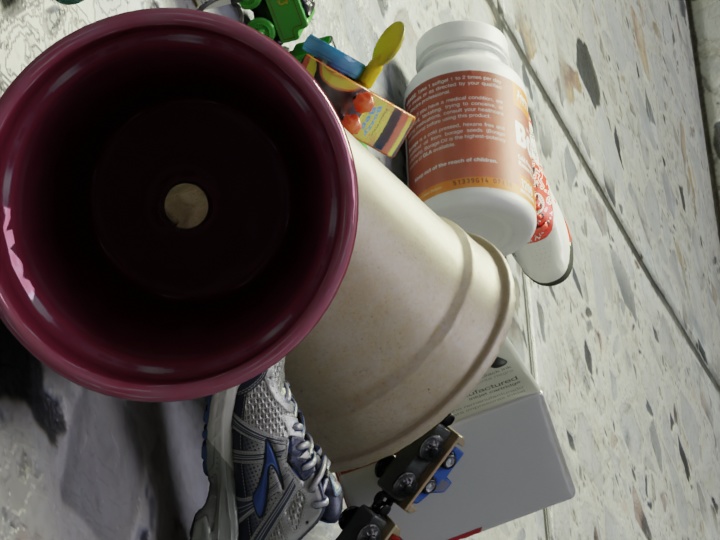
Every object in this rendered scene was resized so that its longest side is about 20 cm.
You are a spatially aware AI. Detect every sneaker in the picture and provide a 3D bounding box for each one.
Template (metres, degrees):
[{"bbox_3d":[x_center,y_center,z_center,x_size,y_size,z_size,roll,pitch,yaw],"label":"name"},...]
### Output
[{"bbox_3d":[0.152,-0.081,2.172,0.108,0.067,0.202,3,72,-71],"label":"sneaker"},{"bbox_3d":[-0.049,0.113,1.278,0.077,0.085,0.200,-59,156,-80],"label":"sneaker"}]

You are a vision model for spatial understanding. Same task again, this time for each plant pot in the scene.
[{"bbox_3d":[-0.034,-0.008,1.371,0.184,0.200,0.201,51,29,-32],"label":"plant pot"},{"bbox_3d":[-0.098,-0.037,1.178,0.179,0.200,0.200,-77,153,-86],"label":"plant pot"}]

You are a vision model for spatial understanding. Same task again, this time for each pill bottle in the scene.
[{"bbox_3d":[0.095,-0.117,1.934,0.112,0.112,0.200,52,31,-55],"label":"pill bottle"}]

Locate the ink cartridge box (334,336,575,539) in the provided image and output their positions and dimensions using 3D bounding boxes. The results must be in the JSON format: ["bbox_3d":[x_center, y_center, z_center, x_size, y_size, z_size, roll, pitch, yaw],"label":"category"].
[{"bbox_3d":[0.047,0.105,1.485,0.200,0.144,0.084,-117,-173,-70],"label":"ink cartridge box"}]

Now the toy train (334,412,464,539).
[{"bbox_3d":[0.003,0.173,1.362,0.046,0.200,0.034,35,1,-38],"label":"toy train"}]

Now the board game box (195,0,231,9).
[{"bbox_3d":[-0.115,-0.300,1.533,0.135,0.034,0.200,60,24,-44],"label":"board game box"}]

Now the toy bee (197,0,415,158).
[{"bbox_3d":[-0.020,-0.113,1.529,0.200,0.109,0.131,-4,119,-43],"label":"toy bee"}]

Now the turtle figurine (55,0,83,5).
[{"bbox_3d":[-0.175,-0.219,1.185,0.200,0.101,0.150,59,6,-8],"label":"turtle figurine"}]

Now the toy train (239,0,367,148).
[{"bbox_3d":[-0.039,-0.143,1.627,0.042,0.056,0.200,-72,145,-58],"label":"toy train"}]
